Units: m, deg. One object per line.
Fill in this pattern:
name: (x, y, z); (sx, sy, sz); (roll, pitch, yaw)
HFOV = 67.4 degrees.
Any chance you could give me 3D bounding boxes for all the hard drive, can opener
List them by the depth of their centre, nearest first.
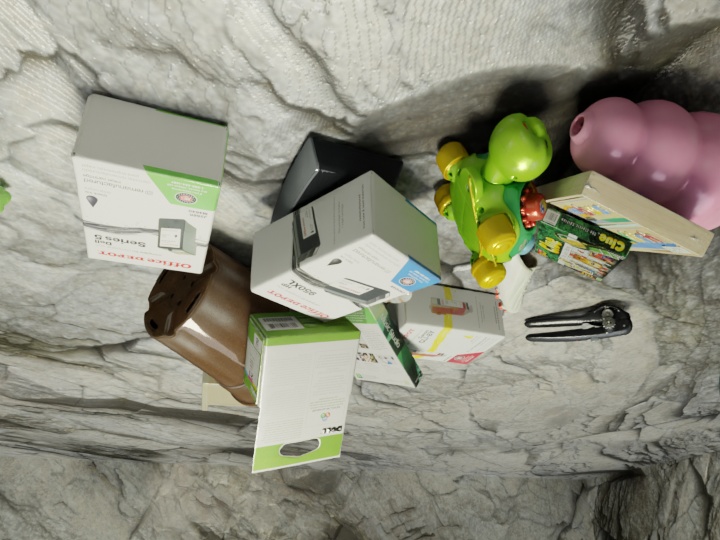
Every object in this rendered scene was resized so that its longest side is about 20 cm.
hard drive: (-0.038, -0.078, 0.690); (0.131, 0.043, 0.200); (10, 149, -20)
can opener: (0.412, 0.110, 1.027); (0.194, 0.065, 0.079); (-12, 150, 18)

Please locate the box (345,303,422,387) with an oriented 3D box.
box: (0.008, 0.117, 0.928); (0.142, 0.037, 0.202); (-1, 131, 41)

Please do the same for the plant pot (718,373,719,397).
plant pot: (0.937, 0.281, 1.254); (0.194, 0.165, 0.202); (-2, 151, -1)

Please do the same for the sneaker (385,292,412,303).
sneaker: (0.000, 0.000, 0.808); (0.195, 0.079, 0.078); (3, 153, 33)

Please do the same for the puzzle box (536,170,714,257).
puzzle box: (0.270, -0.060, 0.597); (0.130, 0.026, 0.200); (28, -175, 1)

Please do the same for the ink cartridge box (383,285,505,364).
ink cartridge box: (0.136, 0.098, 0.972); (0.194, 0.086, 0.146); (10, 149, -18)

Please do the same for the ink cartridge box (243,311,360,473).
ink cartridge box: (-0.090, 0.168, 0.768); (0.144, 0.206, 0.075); (0, -162, -30)

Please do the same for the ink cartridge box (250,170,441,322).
ink cartridge box: (-0.020, -0.017, 0.665); (0.197, 0.087, 0.143); (-21, 147, 34)

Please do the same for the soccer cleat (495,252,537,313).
soccer cleat: (0.239, 0.008, 0.835); (0.075, 0.071, 0.201); (-15, 146, 18)

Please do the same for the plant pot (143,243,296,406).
plant pot: (-0.202, 0.072, 0.819); (0.196, 0.205, 0.198); (-19, 139, 30)

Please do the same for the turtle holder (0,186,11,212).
turtle holder: (-0.456, -0.081, 0.566); (0.127, 0.145, 0.187); (1, 150, -7)

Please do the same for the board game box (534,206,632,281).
board game box: (0.279, -0.029, 0.698); (0.103, 0.024, 0.200); (30, -179, 19)

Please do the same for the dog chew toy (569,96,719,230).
dog chew toy: (0.306, -0.116, 0.563); (0.195, 0.128, 0.125); (16, 148, -15)

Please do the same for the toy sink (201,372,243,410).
toy sink: (-0.257, 0.195, 1.084); (0.109, 0.134, 0.201); (6, 150, -14)

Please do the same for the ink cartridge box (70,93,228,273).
ink cartridge box: (-0.239, -0.085, 0.624); (0.141, 0.086, 0.201); (9, 150, -18)

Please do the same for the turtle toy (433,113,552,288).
turtle toy: (0.154, -0.085, 0.606); (0.098, 0.149, 0.202); (-20, 151, -6)
